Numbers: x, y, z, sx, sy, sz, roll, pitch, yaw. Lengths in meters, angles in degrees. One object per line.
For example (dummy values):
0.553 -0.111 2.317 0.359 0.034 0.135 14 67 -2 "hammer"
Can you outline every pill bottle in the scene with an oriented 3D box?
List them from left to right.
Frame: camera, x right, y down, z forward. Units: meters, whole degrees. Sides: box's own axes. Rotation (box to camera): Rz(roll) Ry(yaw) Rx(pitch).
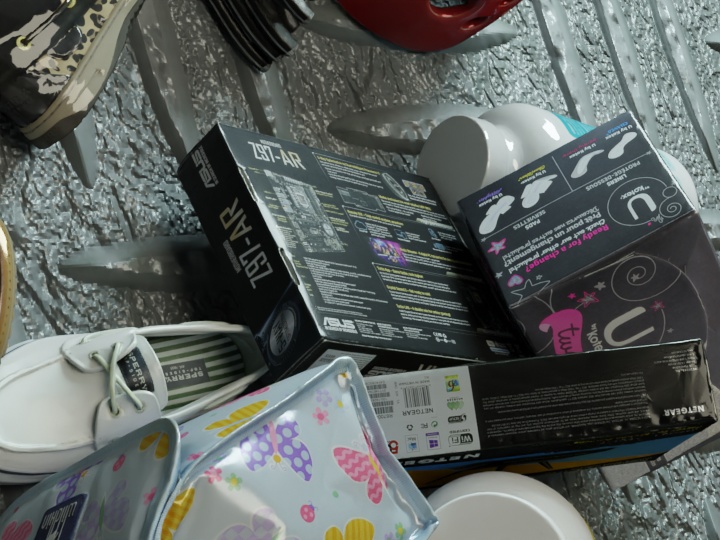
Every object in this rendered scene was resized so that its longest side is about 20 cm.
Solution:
0.078 0.170 0.951 0.200 0.112 0.113 51 22 -77 "pill bottle"
0.134 -0.051 1.188 0.200 0.111 0.111 14 61 -39 "pill bottle"

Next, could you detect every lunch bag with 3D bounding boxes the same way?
-0.092 0.138 0.832 0.200 0.169 0.127 -31 93 -47 "lunch bag"

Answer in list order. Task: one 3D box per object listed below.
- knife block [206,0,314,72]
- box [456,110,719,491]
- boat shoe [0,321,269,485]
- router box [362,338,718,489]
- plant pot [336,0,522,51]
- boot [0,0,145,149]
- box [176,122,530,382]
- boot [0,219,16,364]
-0.101 -0.229 1.097 0.200 0.176 0.064 21 37 22 "knife block"
0.167 0.025 1.099 0.200 0.132 0.115 58 6 -40 "box"
-0.130 0.057 0.910 0.200 0.067 0.074 -19 84 -47 "boat shoe"
0.086 0.087 0.977 0.200 0.149 0.051 -6 76 -6 "router box"
0.073 -0.277 1.192 0.200 0.182 0.201 18 60 -36 "plant pot"
-0.196 -0.183 0.966 0.151 0.073 0.200 34 55 -27 "boot"
0.000 0.000 1.029 0.200 0.044 0.160 10 44 -49 "box"
-0.259 -0.037 0.823 0.166 0.072 0.200 11 52 -48 "boot"
